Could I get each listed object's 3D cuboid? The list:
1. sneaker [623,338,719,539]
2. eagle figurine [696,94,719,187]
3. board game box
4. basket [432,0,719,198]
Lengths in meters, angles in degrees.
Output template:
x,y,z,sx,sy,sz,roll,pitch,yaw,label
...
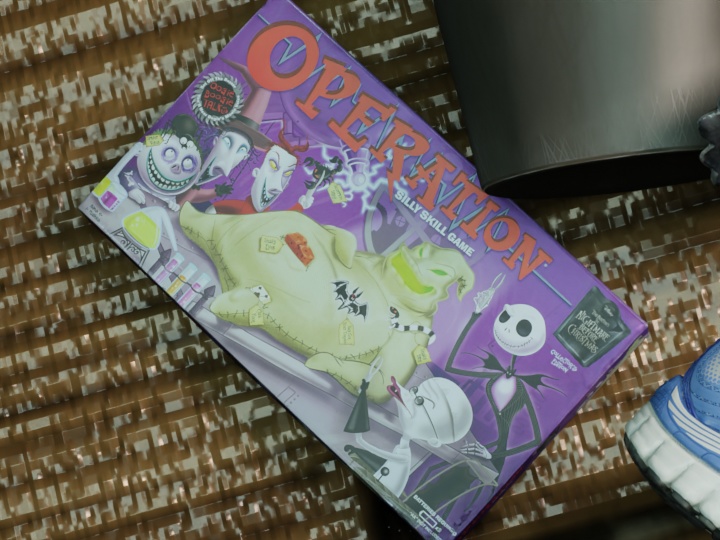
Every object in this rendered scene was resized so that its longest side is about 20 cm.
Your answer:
x,y,z,sx,sy,sz,roll,pitch,yaw,label
0.182,0.085,0.767,0.200,0.079,0.089,39,89,12,sneaker
0.218,-0.103,0.861,0.198,0.152,0.152,3,45,4,eagle figurine
0.000,0.000,0.956,0.200,0.032,0.120,42,84,12,board game box
0.090,-0.134,0.913,0.179,0.136,0.202,-10,84,33,basket
